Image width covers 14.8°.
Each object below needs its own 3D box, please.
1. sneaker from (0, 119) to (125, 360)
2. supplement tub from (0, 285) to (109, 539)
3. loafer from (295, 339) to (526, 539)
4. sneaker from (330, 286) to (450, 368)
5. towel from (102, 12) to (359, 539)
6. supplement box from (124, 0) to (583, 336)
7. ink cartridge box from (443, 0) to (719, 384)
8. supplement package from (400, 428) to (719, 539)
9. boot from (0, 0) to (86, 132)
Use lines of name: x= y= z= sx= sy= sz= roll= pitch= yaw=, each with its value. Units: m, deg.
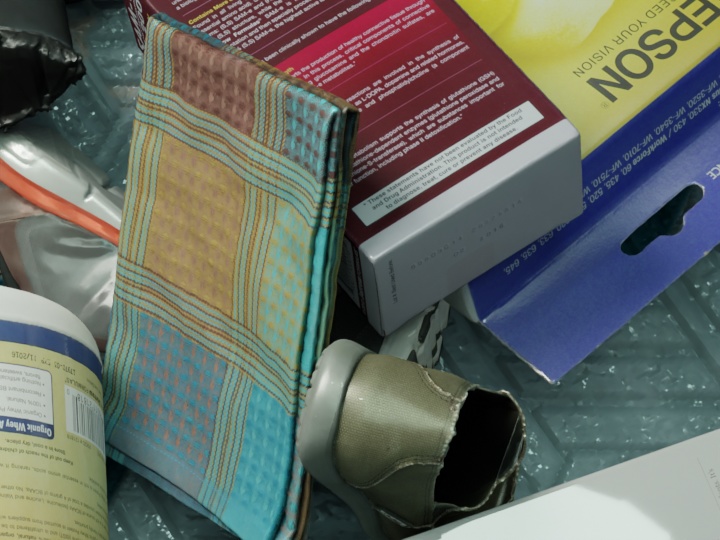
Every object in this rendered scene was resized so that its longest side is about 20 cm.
sneaker: x=-0.111 y=0.015 z=1.264 sx=0.200 sy=0.077 sz=0.082 roll=39 pitch=101 yaw=9
supplement tub: x=-0.176 y=0.120 z=1.162 sx=0.144 sy=0.144 sz=0.200 roll=-3 pitch=66 yaw=-4
loafer: x=0.035 y=0.082 z=1.161 sx=0.070 sy=0.200 sz=0.075 roll=14 pitch=83 yaw=21
sneaker: x=0.000 y=0.000 z=1.269 sx=0.085 sy=0.074 sz=0.200 roll=10 pitch=58 yaw=9
towel: x=-0.060 y=0.007 z=1.157 sx=0.022 sy=0.200 sz=0.147 roll=-8 pitch=24 yaw=-38
supplement box: x=-0.006 y=-0.078 z=1.192 sx=0.109 sy=0.061 sz=0.200 roll=-31 pitch=59 yaw=-15
ink cartridge box: x=0.081 y=-0.074 z=1.243 sx=0.198 sy=0.047 sz=0.200 roll=-39 pitch=59 yaw=-23
supplement package: x=0.122 y=0.151 z=1.173 sx=0.200 sy=0.120 sz=0.121 roll=-18 pitch=71 yaw=-10
boot: x=-0.145 y=-0.130 z=1.275 sx=0.198 sy=0.073 sz=0.162 roll=-8 pitch=34 yaw=0
